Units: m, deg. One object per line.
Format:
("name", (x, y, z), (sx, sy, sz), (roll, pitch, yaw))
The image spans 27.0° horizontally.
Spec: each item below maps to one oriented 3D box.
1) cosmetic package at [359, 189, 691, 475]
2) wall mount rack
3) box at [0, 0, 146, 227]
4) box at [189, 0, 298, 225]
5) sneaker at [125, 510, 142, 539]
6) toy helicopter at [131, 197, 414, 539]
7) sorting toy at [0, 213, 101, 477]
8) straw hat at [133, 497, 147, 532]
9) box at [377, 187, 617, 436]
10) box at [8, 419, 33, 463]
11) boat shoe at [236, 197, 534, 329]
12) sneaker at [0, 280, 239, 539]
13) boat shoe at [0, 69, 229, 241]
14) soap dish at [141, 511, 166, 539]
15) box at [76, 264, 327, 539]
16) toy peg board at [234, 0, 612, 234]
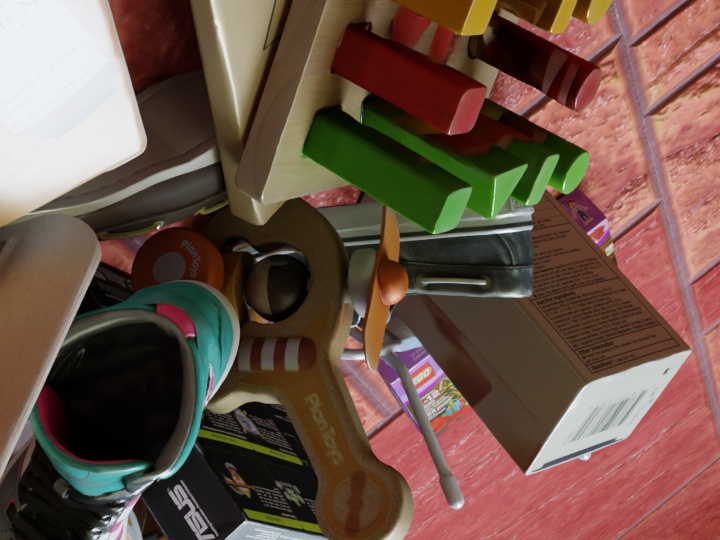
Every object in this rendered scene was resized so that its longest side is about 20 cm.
("cosmetic package", (0.091, 0.015, 0.919), (0.103, 0.200, 0.087), (-12, 143, -38))
("wall mount rack", (0.055, 0.063, 0.972), (0.200, 0.174, 0.075), (-14, 126, -38))
("box", (-0.180, -0.100, 0.530), (0.152, 0.106, 0.200), (-31, 151, -15))
("box", (-0.015, -0.136, 0.699), (0.164, 0.021, 0.200), (-47, 154, -27))
("sneaker", (-0.194, 0.155, 0.784), (0.077, 0.078, 0.200), (-25, 166, 33))
("toy helicopter", (-0.020, 0.045, 0.749), (0.132, 0.200, 0.079), (-28, 156, 6))
("sorting toy", (-0.214, 0.039, 0.577), (0.199, 0.185, 0.037), (-12, 118, 11))
("straw hat", (-0.219, 0.188, 0.909), (0.085, 0.201, 0.201), (35, 109, -18))
("box", (0.106, 0.038, 1.138), (0.200, 0.039, 0.137), (-37, 151, -3))
("box", (-0.248, 0.114, 0.798), (0.100, 0.075, 0.200), (-5, 135, -46))
("boat shoe", (0.000, 0.000, 0.829), (0.199, 0.071, 0.072), (-8, 177, 24))
("sneaker", (-0.125, 0.091, 0.667), (0.200, 0.083, 0.121), (-59, 175, -1))
("boat shoe", (-0.128, -0.042, 0.717), (0.200, 0.072, 0.060), (-24, 146, -38))
("soap dish", (-0.103, 0.185, 0.978), (0.157, 0.081, 0.200), (-25, -177, -29))
("box", (-0.078, 0.090, 0.834), (0.048, 0.193, 0.200), (-42, 153, 10))
("toy peg board", (0.062, -0.118, 0.717), (0.200, 0.098, 0.200), (-19, 135, -56))
